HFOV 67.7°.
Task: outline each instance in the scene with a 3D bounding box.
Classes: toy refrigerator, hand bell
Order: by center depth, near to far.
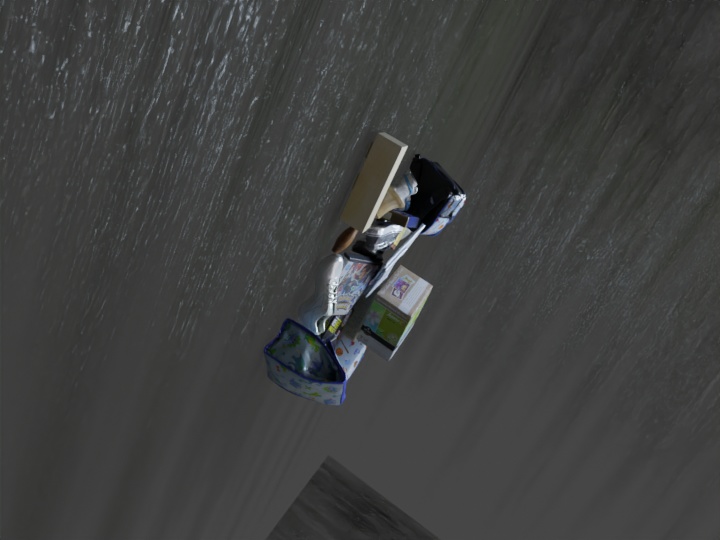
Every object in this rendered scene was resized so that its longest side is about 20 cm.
[{"bbox_3d":[0.026,-0.194,1.175,0.204,0.069,0.076,-64,174,20],"label":"toy refrigerator"},{"bbox_3d":[0.004,-0.117,1.274,0.201,0.104,0.104,-47,168,-1],"label":"hand bell"}]

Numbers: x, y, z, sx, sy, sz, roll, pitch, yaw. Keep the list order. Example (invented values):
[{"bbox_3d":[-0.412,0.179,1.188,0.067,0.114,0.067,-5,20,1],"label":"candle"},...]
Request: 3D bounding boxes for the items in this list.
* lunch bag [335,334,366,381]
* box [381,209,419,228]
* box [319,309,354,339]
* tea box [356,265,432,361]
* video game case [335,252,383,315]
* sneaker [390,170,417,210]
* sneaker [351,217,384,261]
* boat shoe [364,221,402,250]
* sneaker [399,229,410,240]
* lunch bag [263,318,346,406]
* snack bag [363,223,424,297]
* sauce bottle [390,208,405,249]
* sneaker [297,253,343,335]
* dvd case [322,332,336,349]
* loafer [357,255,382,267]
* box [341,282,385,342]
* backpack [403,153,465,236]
[{"bbox_3d":[-0.065,0.311,1.889,0.172,0.122,0.200,-54,-179,-21],"label":"lunch bag"},{"bbox_3d":[0.086,-0.145,1.413,0.199,0.118,0.033,-11,122,-75],"label":"box"},{"bbox_3d":[-0.087,0.159,1.594,0.163,0.044,0.200,-57,168,-8],"label":"box"},{"bbox_3d":[0.108,0.131,1.691,0.200,0.131,0.201,-45,162,-52],"label":"tea box"},{"bbox_3d":[-0.037,0.041,1.399,0.183,0.025,0.198,-55,156,14],"label":"video game case"},{"bbox_3d":[0.095,-0.208,1.478,0.084,0.077,0.200,-23,168,-8],"label":"sneaker"},{"bbox_3d":[0.031,-0.098,1.476,0.200,0.073,0.119,20,84,-75],"label":"sneaker"},{"bbox_3d":[0.060,-0.087,1.391,0.199,0.069,0.070,-28,126,-68],"label":"boat shoe"},{"bbox_3d":[0.158,-0.185,1.757,0.202,0.073,0.082,-52,-173,8],"label":"sneaker"},{"bbox_3d":[-0.117,0.228,1.252,0.129,0.197,0.172,-52,166,-26],"label":"lunch bag"},{"bbox_3d":[0.095,-0.025,1.507,0.200,0.021,0.189,-47,174,-31],"label":"snack bag"},{"bbox_3d":[0.127,-0.168,1.685,0.205,0.065,0.066,-63,168,1],"label":"sauce bottle"},{"bbox_3d":[-0.079,0.059,1.261,0.069,0.080,0.205,3,119,-43],"label":"sneaker"},{"bbox_3d":[-0.133,0.244,1.514,0.146,0.016,0.201,-33,165,-15],"label":"dvd case"},{"bbox_3d":[0.000,0.000,1.515,0.064,0.071,0.199,-60,158,12],"label":"loafer"},{"bbox_3d":[-0.003,0.115,1.733,0.204,0.093,0.078,-61,168,14],"label":"box"},{"bbox_3d":[0.200,-0.203,1.575,0.152,0.202,0.192,14,122,-48],"label":"backpack"}]
